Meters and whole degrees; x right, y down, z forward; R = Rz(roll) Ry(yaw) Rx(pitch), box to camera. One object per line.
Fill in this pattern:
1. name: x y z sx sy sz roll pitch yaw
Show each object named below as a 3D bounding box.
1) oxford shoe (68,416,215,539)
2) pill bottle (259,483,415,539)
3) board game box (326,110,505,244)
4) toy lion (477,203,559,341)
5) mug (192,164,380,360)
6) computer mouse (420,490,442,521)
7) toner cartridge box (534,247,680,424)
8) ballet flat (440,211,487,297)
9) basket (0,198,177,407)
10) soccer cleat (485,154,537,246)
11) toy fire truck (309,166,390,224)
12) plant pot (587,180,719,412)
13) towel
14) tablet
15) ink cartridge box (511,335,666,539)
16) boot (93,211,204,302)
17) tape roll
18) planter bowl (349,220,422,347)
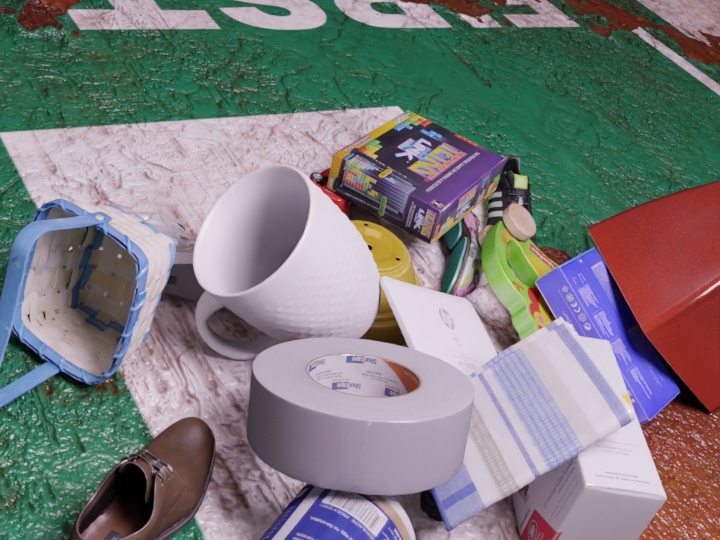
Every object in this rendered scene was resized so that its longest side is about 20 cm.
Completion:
1. oxford shoe: -0.176 0.184 0.793 0.072 0.085 0.200 23 35 7
2. pill bottle: -0.046 0.260 0.730 0.115 0.117 0.200 31 38 14
3. board game box: 0.077 -0.130 1.238 0.164 0.057 0.200 28 38 19
4. toy lion: 0.225 0.041 1.141 0.199 0.069 0.193 39 37 -14
5. mug: -0.080 0.017 0.960 0.175 0.199 0.148 42 14 -45
6. computer mouse: 0.008 0.178 0.920 0.198 0.044 0.110 20 34 -4
7. toner cartridge box: 0.293 0.079 1.105 0.095 0.043 0.202 -21 79 -48
8. ballet flat: 0.143 -0.021 1.221 0.071 0.069 0.201 24 33 -13
9. basket: -0.272 0.026 0.877 0.138 0.178 0.200 27 18 8
10. soccer cleat: 0.214 -0.089 1.320 0.067 0.082 0.201 11 38 -12
11. toy fire truck: 0.024 -0.100 1.272 0.140 0.049 0.199 34 38 19
12. plant pot: 0.427 0.013 1.142 0.200 0.175 0.201 41 23 -36
13. towel: 0.141 0.139 0.870 0.199 0.024 0.147 -33 37 4
14. tablet: 0.098 0.074 1.019 0.199 0.014 0.131 16 45 -55
15. ink cartridge box: 0.208 0.182 0.923 0.082 0.146 0.201 9 37 -11
16. boot: -0.199 -0.022 1.046 0.197 0.074 0.096 10 44 -12
17. tape roll: -0.001 0.122 0.826 0.197 0.067 0.200 6 15 -2
18. planter bowl: 0.000 0.000 1.106 0.198 0.084 0.202 13 37 -10
